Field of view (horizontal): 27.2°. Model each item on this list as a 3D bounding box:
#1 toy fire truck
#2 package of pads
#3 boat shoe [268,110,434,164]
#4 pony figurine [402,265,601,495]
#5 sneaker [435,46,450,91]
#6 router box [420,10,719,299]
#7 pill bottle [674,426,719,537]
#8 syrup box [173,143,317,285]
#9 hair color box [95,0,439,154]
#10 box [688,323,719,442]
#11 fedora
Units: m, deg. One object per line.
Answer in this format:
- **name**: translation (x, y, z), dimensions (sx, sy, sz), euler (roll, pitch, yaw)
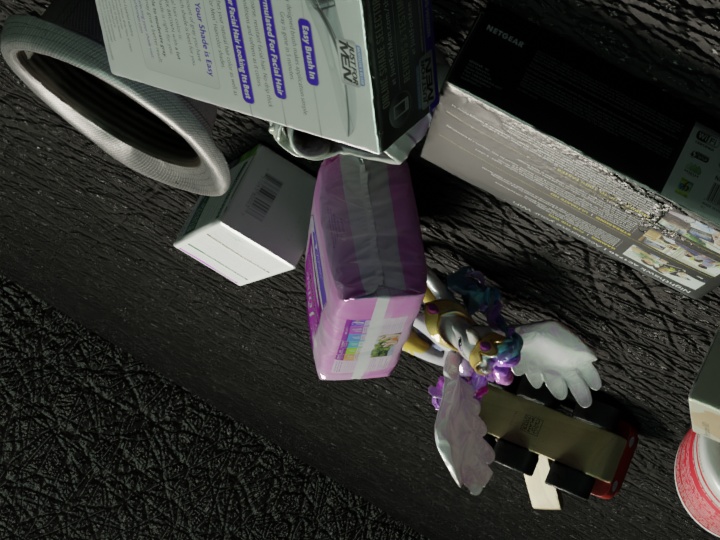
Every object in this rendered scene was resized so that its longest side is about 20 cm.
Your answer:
- **toy fire truck**: translation (0.204, 0.191, 1.548), dimensions (0.176, 0.129, 0.200), euler (19, 175, 32)
- **package of pads**: translation (0.000, 0.000, 1.156), dimensions (0.075, 0.121, 0.200), euler (-3, 159, -7)
- **boat shoe**: translation (-0.030, -0.106, 0.998), dimensions (0.200, 0.066, 0.072), euler (15, 162, 42)
- **pony figurine**: translation (0.091, 0.073, 1.290), dimensions (0.200, 0.167, 0.193), euler (37, 168, 50)
- **sneaker**: translation (-0.038, -0.136, 0.899), dimensions (0.200, 0.071, 0.080), euler (17, 156, 36)
- **router box**: translation (0.137, -0.061, 0.861), dimensions (0.200, 0.051, 0.149), euler (28, 168, 2)
- **pill bottle**: translation (0.312, 0.156, 1.182), dimensions (0.112, 0.113, 0.200), euler (26, 166, 10)
- **syrup box**: translation (-0.099, -0.046, 1.329), dimensions (0.081, 0.079, 0.200), euler (31, 166, -14)
- **hair color box**: translation (-0.057, -0.146, 0.817), dimensions (0.200, 0.065, 0.110), euler (21, 135, 32)
- **box**: translation (0.334, 0.105, 1.023), dimensions (0.199, 0.078, 0.095), euler (22, 166, 23)
- **fedora**: translation (-0.158, -0.144, 1.059), dimensions (0.177, 0.091, 0.200), euler (16, 162, 41)
